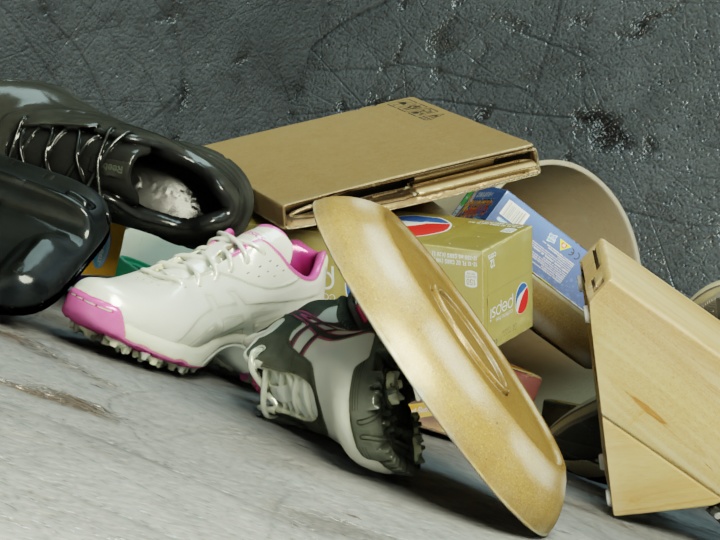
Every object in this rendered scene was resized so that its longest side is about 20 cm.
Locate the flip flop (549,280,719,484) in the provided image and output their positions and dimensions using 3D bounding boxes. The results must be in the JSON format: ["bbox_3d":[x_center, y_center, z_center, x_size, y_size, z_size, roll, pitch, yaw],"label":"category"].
[{"bbox_3d":[0.184,0.065,1.444,0.081,0.200,0.058,25,41,-13],"label":"flip flop"}]

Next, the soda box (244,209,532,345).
[{"bbox_3d":[0.000,0.000,1.423,0.200,0.064,0.068,7,18,29],"label":"soda box"}]

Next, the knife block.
[{"bbox_3d":[0.221,0.075,1.359,0.175,0.200,0.064,-8,22,3],"label":"knife block"}]

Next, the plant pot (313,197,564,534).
[{"bbox_3d":[0.045,0.041,1.184,0.200,0.027,0.200,54,8,-11],"label":"plant pot"}]

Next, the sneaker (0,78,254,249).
[{"bbox_3d":[-0.156,-0.065,1.362,0.200,0.076,0.091,13,0,-4],"label":"sneaker"}]

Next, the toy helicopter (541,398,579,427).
[{"bbox_3d":[0.225,0.116,1.655,0.200,0.079,0.132,12,4,14],"label":"toy helicopter"}]

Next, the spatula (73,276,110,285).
[{"bbox_3d":[-0.155,0.017,1.451,0.056,0.021,0.200,19,3,-12],"label":"spatula"}]

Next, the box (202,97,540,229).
[{"bbox_3d":[-0.004,-0.068,1.474,0.163,0.021,0.200,-14,17,-17],"label":"box"}]

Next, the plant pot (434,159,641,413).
[{"bbox_3d":[0.075,0.014,1.777,0.187,0.188,0.200,17,-11,-39],"label":"plant pot"}]

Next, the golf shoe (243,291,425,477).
[{"bbox_3d":[-0.014,0.063,1.224,0.088,0.077,0.200,-10,11,0],"label":"golf shoe"}]

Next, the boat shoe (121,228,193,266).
[{"bbox_3d":[-0.079,0.012,1.692,0.201,0.072,0.060,8,-39,7],"label":"boat shoe"}]

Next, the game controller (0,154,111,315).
[{"bbox_3d":[-0.238,-0.034,1.287,0.200,0.104,0.042,18,-40,15],"label":"game controller"}]

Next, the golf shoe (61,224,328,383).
[{"bbox_3d":[-0.088,0.011,1.327,0.075,0.092,0.200,22,5,33],"label":"golf shoe"}]

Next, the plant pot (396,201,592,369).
[{"bbox_3d":[0.087,0.005,1.513,0.200,0.028,0.200,36,0,0],"label":"plant pot"}]

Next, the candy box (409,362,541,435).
[{"bbox_3d":[0.009,0.054,1.522,0.115,0.055,0.200,18,4,-34],"label":"candy box"}]

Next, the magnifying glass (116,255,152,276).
[{"bbox_3d":[-0.119,0.022,1.553,0.080,0.022,0.200,27,4,-14],"label":"magnifying glass"}]

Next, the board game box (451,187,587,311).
[{"bbox_3d":[0.155,0.016,1.591,0.200,0.034,0.135,37,0,-7],"label":"board game box"}]

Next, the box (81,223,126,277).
[{"bbox_3d":[-0.236,-0.032,1.426,0.119,0.042,0.200,21,13,39],"label":"box"}]
